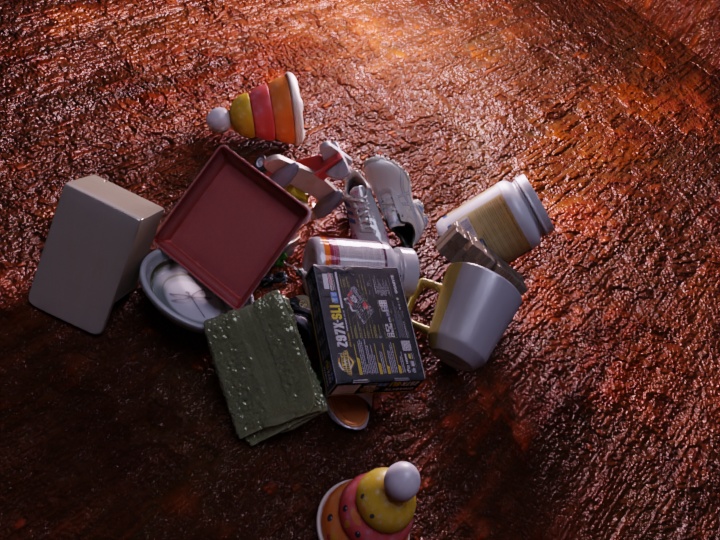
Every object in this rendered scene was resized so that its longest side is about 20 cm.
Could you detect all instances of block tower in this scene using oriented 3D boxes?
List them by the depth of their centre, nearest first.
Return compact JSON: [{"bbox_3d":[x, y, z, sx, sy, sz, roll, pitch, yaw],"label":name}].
[{"bbox_3d":[0.226,-0.009,1.423,0.199,0.058,0.054,38,20,-23],"label":"block tower"}]

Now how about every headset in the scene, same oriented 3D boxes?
[{"bbox_3d":[-0.105,0.100,1.228,0.123,0.093,0.203,-34,102,-44],"label":"headset"}]

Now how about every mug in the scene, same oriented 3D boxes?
[{"bbox_3d":[0.182,0.092,1.389,0.148,0.185,0.155,36,70,-25],"label":"mug"}]

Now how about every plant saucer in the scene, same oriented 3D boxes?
[{"bbox_3d":[-0.269,0.044,1.256,0.197,0.051,0.202,24,29,-14],"label":"plant saucer"},{"bbox_3d":[-0.210,-0.069,1.271,0.198,0.037,0.202,36,85,12],"label":"plant saucer"}]

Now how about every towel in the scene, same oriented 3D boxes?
[{"bbox_3d":[-0.145,0.147,1.160,0.146,0.036,0.204,-21,89,0],"label":"towel"}]

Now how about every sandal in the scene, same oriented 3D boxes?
[{"bbox_3d":[-0.014,0.161,1.281,0.077,0.060,0.210,14,47,-12],"label":"sandal"}]

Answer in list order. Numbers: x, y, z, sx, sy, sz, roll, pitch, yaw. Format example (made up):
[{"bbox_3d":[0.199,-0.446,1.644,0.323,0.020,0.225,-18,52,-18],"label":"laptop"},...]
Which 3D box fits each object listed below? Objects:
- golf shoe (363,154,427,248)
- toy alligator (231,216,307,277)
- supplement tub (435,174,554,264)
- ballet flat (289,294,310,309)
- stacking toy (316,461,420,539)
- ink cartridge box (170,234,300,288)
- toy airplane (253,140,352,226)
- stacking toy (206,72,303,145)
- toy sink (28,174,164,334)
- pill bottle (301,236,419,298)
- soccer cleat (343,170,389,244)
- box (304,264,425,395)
[{"bbox_3d":[0.068,-0.131,1.509,0.201,0.077,0.098,51,36,-29],"label":"golf shoe"},{"bbox_3d":[-0.170,-0.030,1.309,0.199,0.059,0.055,41,90,12],"label":"toy alligator"},{"bbox_3d":[0.261,-0.081,1.502,0.146,0.198,0.145,55,12,-19],"label":"supplement tub"},{"bbox_3d":[-0.141,0.095,1.284,0.066,0.057,0.199,41,46,14],"label":"ballet flat"},{"bbox_3d":[0.029,0.318,1.061,0.143,0.202,0.148,13,45,-13],"label":"stacking toy"},{"bbox_3d":[-0.220,-0.063,1.364,0.161,0.051,0.199,38,29,11],"label":"ink cartridge box"},{"bbox_3d":[-0.103,-0.156,1.435,0.195,0.199,0.145,2,73,-19],"label":"toy airplane"},{"bbox_3d":[-0.218,-0.320,1.584,0.195,0.148,0.148,-9,52,-8],"label":"stacking toy"},{"bbox_3d":[-0.412,-0.026,1.213,0.128,0.203,0.112,24,15,0],"label":"toy sink"},{"bbox_3d":[0.000,0.000,1.395,0.195,0.111,0.111,3,49,-21],"label":"pill bottle"},{"bbox_3d":[0.004,-0.110,1.504,0.068,0.087,0.202,-18,51,-3],"label":"soccer cleat"},{"bbox_3d":[0.005,0.090,1.216,0.156,0.049,0.204,0,60,-26],"label":"box"}]
